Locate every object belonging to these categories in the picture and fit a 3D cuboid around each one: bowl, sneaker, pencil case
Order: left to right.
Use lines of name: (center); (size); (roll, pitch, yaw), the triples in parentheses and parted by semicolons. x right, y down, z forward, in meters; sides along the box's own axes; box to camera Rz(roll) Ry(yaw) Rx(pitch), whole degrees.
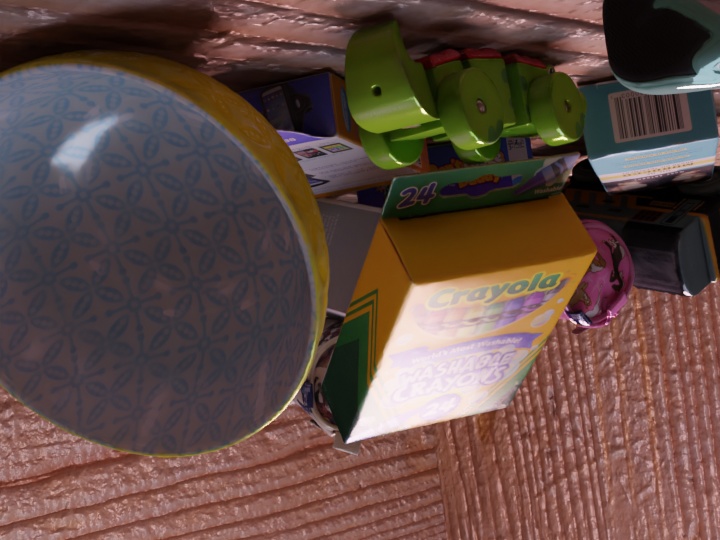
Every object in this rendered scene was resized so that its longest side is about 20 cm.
bowl: (-0.100, -0.021, 0.561); (0.199, 0.201, 0.108); (-9, -156, 20)
pencil case: (-0.030, 0.081, 0.909); (0.078, 0.090, 0.200); (27, 174, -16)
pencil case: (0.121, 0.004, 0.924); (0.083, 0.087, 0.200); (7, 176, -36)
sneaker: (0.210, -0.115, 0.454); (0.139, 0.078, 0.200); (-6, -175, -33)

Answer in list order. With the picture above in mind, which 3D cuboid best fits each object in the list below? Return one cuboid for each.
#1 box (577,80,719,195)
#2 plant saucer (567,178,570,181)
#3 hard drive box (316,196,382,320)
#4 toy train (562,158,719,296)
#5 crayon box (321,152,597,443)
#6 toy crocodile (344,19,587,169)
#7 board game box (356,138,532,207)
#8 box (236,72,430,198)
box: (0.201, -0.092, 0.794); (0.082, 0.049, 0.200); (-9, 175, 16)
plant saucer: (0.152, -0.060, 1.191); (0.199, 0.032, 0.200); (-8, 176, -1)
hard drive box: (0.000, 0.000, 0.853); (0.199, 0.077, 0.156); (14, 176, 42)
toy train: (0.222, -0.038, 0.932); (0.114, 0.086, 0.200); (-34, -150, -32)
crayon box: (0.059, 0.022, 0.698); (0.125, 0.052, 0.200); (-9, 143, -23)
toy crocodile: (0.059, -0.090, 0.599); (0.067, 0.062, 0.200); (-10, 179, 40)
board game box: (0.066, -0.063, 0.944); (0.134, 0.045, 0.200); (-8, 175, 1)
box: (-0.042, -0.075, 0.688); (0.119, 0.042, 0.200); (-9, 172, 19)
